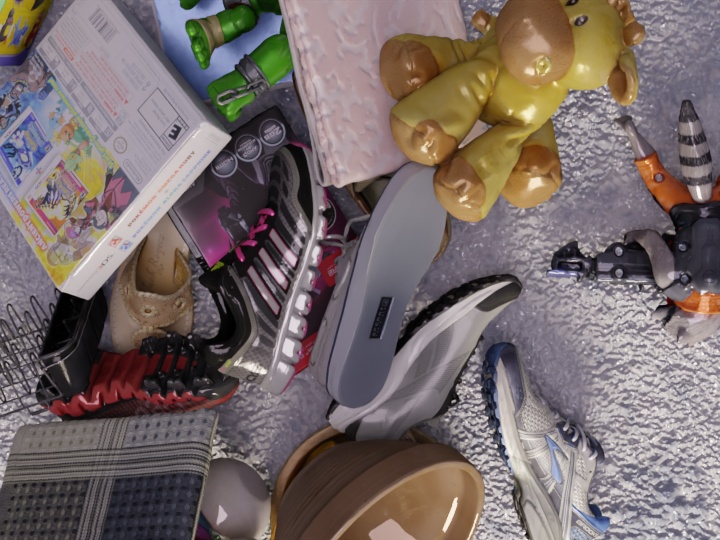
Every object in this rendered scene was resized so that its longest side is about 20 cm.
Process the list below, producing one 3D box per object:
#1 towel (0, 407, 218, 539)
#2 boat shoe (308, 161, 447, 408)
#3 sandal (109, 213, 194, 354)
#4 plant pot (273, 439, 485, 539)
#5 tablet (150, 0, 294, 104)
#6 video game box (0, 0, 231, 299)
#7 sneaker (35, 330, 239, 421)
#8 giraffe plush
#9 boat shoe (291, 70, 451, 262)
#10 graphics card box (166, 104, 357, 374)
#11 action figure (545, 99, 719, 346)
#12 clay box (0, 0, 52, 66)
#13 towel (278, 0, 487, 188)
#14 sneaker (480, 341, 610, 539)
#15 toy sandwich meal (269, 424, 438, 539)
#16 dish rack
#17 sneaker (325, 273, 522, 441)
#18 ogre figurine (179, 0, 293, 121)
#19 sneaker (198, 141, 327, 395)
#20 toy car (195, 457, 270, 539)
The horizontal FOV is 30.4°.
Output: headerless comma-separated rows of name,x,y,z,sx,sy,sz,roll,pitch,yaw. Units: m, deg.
towel,-0.214,0.204,1.053,0.197,0.035,0.195,-6,56,23
boat shoe,0.003,0.001,1.064,0.086,0.074,0.205,31,110,45
sandal,-0.178,0.003,1.138,0.076,0.070,0.215,14,100,2
plant pot,-0.002,0.205,1.059,0.093,0.200,0.202,40,102,36
tablet,-0.078,-0.220,1.125,0.197,0.014,0.132,-11,98,7
video game box,-0.222,-0.109,1.090,0.182,0.047,0.201,-45,59,9
sneaker,-0.179,0.110,1.137,0.198,0.071,0.099,-9,128,26
giraffe plush,0.133,-0.152,0.995,0.174,0.199,0.162,55,143,0
boat shoe,0.013,-0.092,1.102,0.075,0.074,0.201,-34,97,11
graphics card box,-0.072,-0.021,1.117,0.125,0.051,0.202,-32,94,-13
action figure,0.250,-0.034,1.082,0.197,0.105,0.197,-6,89,4
clay box,-0.271,-0.267,1.083,0.047,0.115,0.202,29,101,-1
towel,0.018,-0.181,1.054,0.032,0.190,0.203,-5,102,47
sneaker,0.161,0.149,1.138,0.084,0.077,0.203,-19,104,-2
toy sandwich meal,0.004,0.230,1.156,0.202,0.070,0.209,1,99,5
dish rack,-0.311,0.077,1.125,0.197,0.154,0.055,-19,116,8
sneaker,0.064,0.079,1.120,0.200,0.074,0.079,-43,93,0
ogre figurine,-0.091,-0.232,1.069,0.118,0.099,0.202,-20,52,-2
sneaker,-0.082,-0.005,1.049,0.086,0.074,0.203,9,91,-18
toy car,-0.164,0.248,1.107,0.175,0.201,0.149,-41,130,17
